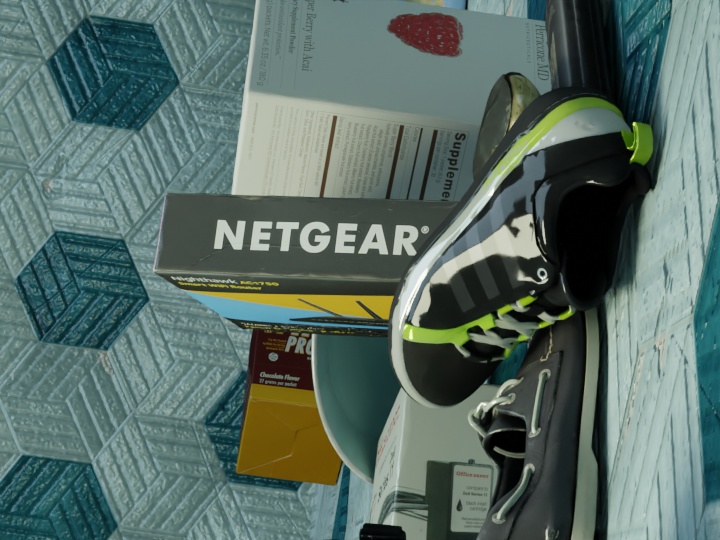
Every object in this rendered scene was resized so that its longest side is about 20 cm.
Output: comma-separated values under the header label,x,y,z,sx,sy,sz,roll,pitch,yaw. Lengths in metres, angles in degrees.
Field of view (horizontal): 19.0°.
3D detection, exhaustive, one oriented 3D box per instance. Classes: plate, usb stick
label,x,y,z,sx,sy,sz,roll,pitch,yaw
plate,0.022,0.047,1.453,0.199,0.025,0.202,-4,-85,-52
usb stick,0.122,-0.101,1.189,0.201,0.032,0.056,-89,-1,-55

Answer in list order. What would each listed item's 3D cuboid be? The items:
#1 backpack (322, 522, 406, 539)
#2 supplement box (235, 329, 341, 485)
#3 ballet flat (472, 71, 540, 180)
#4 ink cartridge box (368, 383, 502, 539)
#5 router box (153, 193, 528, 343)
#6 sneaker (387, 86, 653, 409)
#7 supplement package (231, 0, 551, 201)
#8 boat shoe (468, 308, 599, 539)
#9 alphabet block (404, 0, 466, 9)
label,x,y,z,sx,sy,sz,roll,pitch,yaw
backpack,0.035,0.218,0.831,0.151,0.176,0.202,-78,-7,-79
supplement box,-0.077,0.133,2.735,0.198,0.131,0.202,104,172,-55
ballet flat,0.092,-0.062,1.175,0.200,0.056,0.067,71,-147,-79
ink cartridge box,0.047,0.182,1.325,0.147,0.082,0.202,108,170,-66
router box,0.000,0.000,1.238,0.149,0.198,0.052,39,-125,-67
sneaker,0.080,0.001,1.075,0.201,0.071,0.083,-62,40,26
supplement package,0.022,-0.092,1.375,0.122,0.198,0.120,-88,7,-47
boat shoe,0.088,0.077,1.108,0.073,0.062,0.201,99,178,-47
alphabet block,-0.011,-0.158,2.021,0.201,0.193,0.198,107,172,-58
